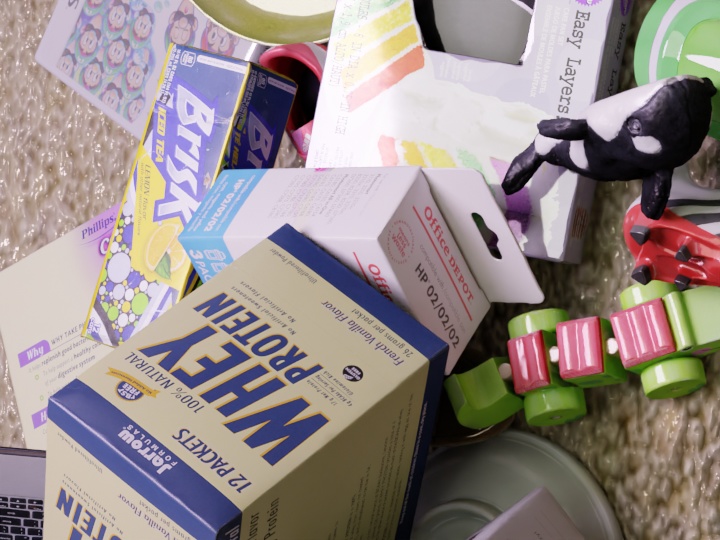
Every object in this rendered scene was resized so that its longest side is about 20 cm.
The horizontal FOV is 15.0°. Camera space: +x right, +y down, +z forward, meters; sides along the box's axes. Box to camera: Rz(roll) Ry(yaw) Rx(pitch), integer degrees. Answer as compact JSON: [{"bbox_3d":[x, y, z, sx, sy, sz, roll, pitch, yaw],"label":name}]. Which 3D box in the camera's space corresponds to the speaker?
[{"bbox_3d":[0.257,-0.105,1.573,0.199,0.088,0.089,23,99,39],"label":"speaker"}]

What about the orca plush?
[{"bbox_3d":[0.146,-0.059,1.567,0.200,0.105,0.072,-17,87,55],"label":"orca plush"}]

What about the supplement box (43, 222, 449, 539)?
[{"bbox_3d":[-0.071,0.122,1.615,0.134,0.199,0.201,36,143,23],"label":"supplement box"}]

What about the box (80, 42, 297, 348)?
[{"bbox_3d":[-0.110,-0.040,1.767,0.070,0.064,0.201,16,89,31],"label":"box"}]

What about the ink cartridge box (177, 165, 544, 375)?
[{"bbox_3d":[0.000,0.000,1.678,0.199,0.116,0.068,0,43,37],"label":"ink cartridge box"}]

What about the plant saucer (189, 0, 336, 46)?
[{"bbox_3d":[-0.045,-0.252,1.840,0.198,0.031,0.202,3,99,20],"label":"plant saucer"}]

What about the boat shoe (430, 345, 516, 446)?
[{"bbox_3d":[0.017,0.075,1.761,0.199,0.066,0.075,6,88,27],"label":"boat shoe"}]

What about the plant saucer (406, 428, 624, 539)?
[{"bbox_3d":[0.074,0.199,1.709,0.199,0.050,0.202,-5,82,40],"label":"plant saucer"}]

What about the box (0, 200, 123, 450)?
[{"bbox_3d":[-0.145,0.067,1.876,0.175,0.096,0.201,-28,68,34],"label":"box"}]

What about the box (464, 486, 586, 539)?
[{"bbox_3d":[0.074,0.272,1.606,0.199,0.131,0.201,-38,87,29],"label":"box"}]

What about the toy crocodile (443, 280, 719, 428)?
[{"bbox_3d":[0.145,0.048,1.650,0.199,0.062,0.068,-16,73,24],"label":"toy crocodile"}]

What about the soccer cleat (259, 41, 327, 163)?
[{"bbox_3d":[-0.009,-0.063,1.791,0.067,0.076,0.201,-37,63,30],"label":"soccer cleat"}]

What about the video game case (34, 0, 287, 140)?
[{"bbox_3d":[-0.136,-0.187,1.946,0.200,0.024,0.183,36,108,36],"label":"video game case"}]

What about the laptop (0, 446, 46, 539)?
[{"bbox_3d":[-0.168,0.222,1.806,0.201,0.186,0.117,100,174,-53],"label":"laptop"}]

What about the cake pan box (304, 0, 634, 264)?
[{"bbox_3d":[0.067,-0.116,1.715,0.183,0.052,0.202,13,91,17],"label":"cake pan box"}]

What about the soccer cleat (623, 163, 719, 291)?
[{"bbox_3d":[0.248,-0.006,1.581,0.199,0.085,0.069,21,140,23],"label":"soccer cleat"}]
